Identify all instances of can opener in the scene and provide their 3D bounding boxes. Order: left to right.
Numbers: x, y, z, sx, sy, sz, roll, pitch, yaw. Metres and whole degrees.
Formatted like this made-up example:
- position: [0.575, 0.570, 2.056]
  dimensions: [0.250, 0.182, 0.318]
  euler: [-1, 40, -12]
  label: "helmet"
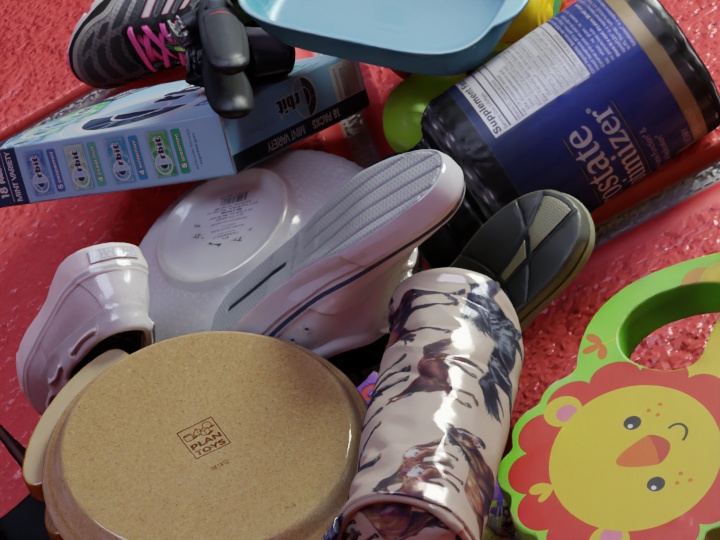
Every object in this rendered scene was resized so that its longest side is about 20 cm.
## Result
- position: [-0.083, -0.138, 1.433]
  dimensions: [0.079, 0.063, 0.200]
  euler: [-14, 13, 2]
  label: "can opener"

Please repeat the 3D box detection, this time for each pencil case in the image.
- position: [0.036, 0.085, 1.215]
  dimensions: [0.089, 0.078, 0.200]
  euler: [-31, 27, 32]
  label: "pencil case"

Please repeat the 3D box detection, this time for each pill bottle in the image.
- position: [0.108, -0.081, 1.381]
  dimensions: [0.200, 0.112, 0.112]
  euler: [-35, 40, 2]
  label: "pill bottle"

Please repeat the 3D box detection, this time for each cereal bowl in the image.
- position: [-0.069, -0.003, 1.451]
  dimensions: [0.200, 0.083, 0.200]
  euler: [-19, 43, 19]
  label: "cereal bowl"

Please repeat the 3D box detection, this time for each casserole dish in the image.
- position: [0.018, -0.174, 1.422]
  dimensions: [0.200, 0.039, 0.121]
  euler: [15, 57, 27]
  label: "casserole dish"

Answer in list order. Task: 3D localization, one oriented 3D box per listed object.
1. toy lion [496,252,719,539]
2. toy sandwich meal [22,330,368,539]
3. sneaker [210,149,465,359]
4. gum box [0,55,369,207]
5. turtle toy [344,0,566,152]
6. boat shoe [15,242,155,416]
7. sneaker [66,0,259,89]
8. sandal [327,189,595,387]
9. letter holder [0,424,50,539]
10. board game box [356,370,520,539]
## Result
- position: [0.165, 0.079, 1.208]
  dimensions: [0.192, 0.069, 0.200]
  euler: [-17, 43, 10]
  label: "toy lion"
- position: [-0.088, 0.115, 1.270]
  dimensions: [0.205, 0.070, 0.205]
  euler: [-3, 45, 3]
  label: "toy sandwich meal"
- position: [0.000, 0.000, 1.314]
  dimensions: [0.200, 0.071, 0.073]
  euler: [-35, 29, 39]
  label: "sneaker"
- position: [-0.122, -0.095, 1.533]
  dimensions: [0.200, 0.045, 0.170]
  euler: [-7, 15, 34]
  label: "gum box"
- position: [0.065, -0.158, 1.488]
  dimensions: [0.146, 0.101, 0.200]
  euler: [7, 53, 23]
  label: "turtle toy"
- position: [-0.162, 0.057, 1.406]
  dimensions: [0.072, 0.200, 0.069]
  euler: [-3, 62, -26]
  label: "boat shoe"
- position: [-0.123, -0.176, 1.657]
  dimensions: [0.200, 0.074, 0.087]
  euler: [-20, 36, 10]
  label: "sneaker"
- position: [0.064, 0.032, 1.342]
  dimensions: [0.201, 0.057, 0.080]
  euler: [-36, 60, 22]
  label: "sandal"
- position: [-0.209, 0.166, 1.337]
  dimensions: [0.101, 0.142, 0.200]
  euler: [-42, 41, -7]
  label: "letter holder"
- position: [0.027, 0.148, 1.248]
  dimensions: [0.120, 0.032, 0.200]
  euler: [-44, 47, -8]
  label: "board game box"
